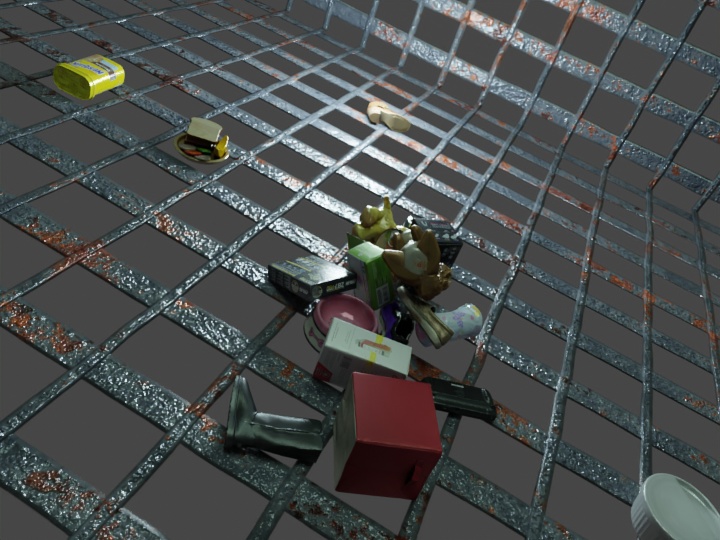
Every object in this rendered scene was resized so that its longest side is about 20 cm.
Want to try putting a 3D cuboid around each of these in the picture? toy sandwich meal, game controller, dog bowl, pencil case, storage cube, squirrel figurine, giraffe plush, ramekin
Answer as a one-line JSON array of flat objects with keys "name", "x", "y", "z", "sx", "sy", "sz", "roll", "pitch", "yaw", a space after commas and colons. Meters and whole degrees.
[{"name": "toy sandwich meal", "x": -0.522, "y": -0.428, "z": 2.055, "sx": 0.201, "sy": 0.071, "sz": 0.207, "roll": 15, "pitch": 36, "yaw": -11}, {"name": "game controller", "x": 0.243, "y": 0.317, "z": 1.536, "sx": 0.196, "sy": 0.043, "sz": 0.105, "roll": 15, "pitch": 22, "yaw": -11}, {"name": "dog bowl", "x": -0.042, "y": 0.139, "z": 1.575, "sx": 0.196, "sy": 0.075, "sz": 0.202, "roll": 14, "pitch": 37, "yaw": -11}, {"name": "pencil case", "x": 0.244, "y": 0.149, "z": 1.696, "sx": 0.197, "sy": 0.093, "sz": 0.083, "roll": -9, "pitch": 19, "yaw": -33}, {"name": "storage cube", "x": 0.047, "y": 0.341, "z": 1.277, "sx": 0.176, "sy": 0.173, "sz": 0.202, "roll": 10, "pitch": 37, "yaw": -13}, {"name": "squirrel figurine", "x": 0.152, "y": -0.020, "z": 1.622, "sx": 0.202, "sy": 0.140, "sz": 0.187, "roll": 57, "pitch": 6, "yaw": -11}, {"name": "giraffe plush", "x": 0.082, "y": -0.106, "z": 1.882, "sx": 0.162, "sy": 0.174, "sz": 0.199, "roll": 39, "pitch": 50, "yaw": 15}, {"name": "ramekin", "x": 0.709, "y": 0.572, "z": 1.397, "sx": 0.198, "sy": 0.095, "sz": 0.204, "roll": 14, "pitch": 36, "yaw": -10}]

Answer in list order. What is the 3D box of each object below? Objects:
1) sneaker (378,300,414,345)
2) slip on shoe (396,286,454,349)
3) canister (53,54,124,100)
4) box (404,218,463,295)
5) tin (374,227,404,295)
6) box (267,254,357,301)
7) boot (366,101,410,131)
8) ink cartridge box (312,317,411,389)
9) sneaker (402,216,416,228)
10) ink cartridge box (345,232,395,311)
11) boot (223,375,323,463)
[{"name": "sneaker", "x": 0.102, "y": 0.138, "z": 1.616, "sx": 0.069, "sy": 0.099, "sz": 0.202, "roll": 34, "pitch": 34, "yaw": -23}, {"name": "slip on shoe", "x": 0.165, "y": 0.110, "z": 1.597, "sx": 0.060, "sy": 0.076, "sz": 0.201, "roll": -35, "pitch": 53, "yaw": -1}, {"name": "canister", "x": -0.933, "y": -0.673, "z": 2.140, "sx": 0.146, "sy": 0.088, "sz": 0.201, "roll": 25, "pitch": 34, "yaw": 3}, {"name": "box", "x": 0.193, "y": -0.038, "z": 1.819, "sx": 0.130, "sy": 0.202, "sz": 0.116, "roll": 2, "pitch": 40, "yaw": -26}, {"name": "tin", "x": 0.083, "y": -0.020, "z": 1.766, "sx": 0.110, "sy": 0.204, "sz": 0.042, "roll": 10, "pitch": -10, "yaw": 26}, {"name": "box", "x": -0.129, "y": 0.015, "z": 1.648, "sx": 0.159, "sy": 0.050, "sz": 0.198, "roll": -12, "pitch": 24, "yaw": -40}, {"name": "boot", "x": 0.123, "y": -0.687, "z": 2.750, "sx": 0.196, "sy": 0.078, "sz": 0.156, "roll": 8, "pitch": 33, "yaw": -7}, {"name": "ink cartridge box", "x": 0.003, "y": 0.212, "z": 1.431, "sx": 0.197, "sy": 0.146, "sz": 0.084, "roll": 21, "pitch": 48, "yaw": -3}, {"name": "sneaker", "x": 0.190, "y": -0.126, "z": 2.032, "sx": 0.073, "sy": 0.086, "sz": 0.202, "roll": 12, "pitch": 37, "yaw": -15}, {"name": "ink cartridge box", "x": 0.000, "y": 0.000, "z": 1.686, "sx": 0.075, "sy": 0.150, "sz": 0.199, "roll": -25, "pitch": 31, "yaw": -26}, {"name": "boot", "x": -0.176, "y": 0.307, "z": 1.289, "sx": 0.196, "sy": 0.066, "sz": 0.167, "roll": 10, "pitch": 46, "yaw": -12}]
